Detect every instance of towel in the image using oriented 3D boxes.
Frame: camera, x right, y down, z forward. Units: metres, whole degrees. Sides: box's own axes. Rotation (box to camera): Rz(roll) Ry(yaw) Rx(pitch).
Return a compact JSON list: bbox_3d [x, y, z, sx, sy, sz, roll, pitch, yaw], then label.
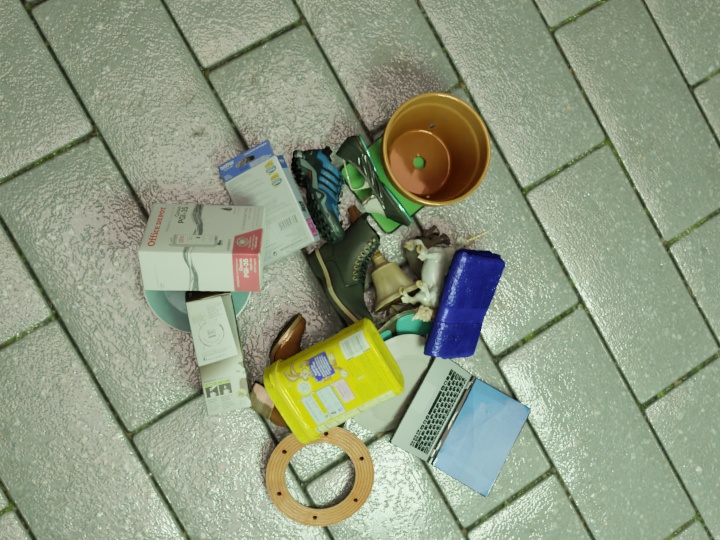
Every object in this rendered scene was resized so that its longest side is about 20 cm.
[{"bbox_3d":[0.191,0.063,1.311,0.147,0.049,0.202,0,109,-52],"label":"towel"}]

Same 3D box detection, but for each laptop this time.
[{"bbox_3d":[0.187,0.285,1.349,0.200,0.115,0.189,37,79,-42],"label":"laptop"}]

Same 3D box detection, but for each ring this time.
[{"bbox_3d":[-0.073,0.372,1.328,0.198,0.019,0.203,-1,102,-4],"label":"ring"}]

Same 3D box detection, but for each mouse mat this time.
[{"bbox_3d":[0.077,-0.189,1.412,0.199,0.008,0.161,-39,94,-9],"label":"mouse mat"}]

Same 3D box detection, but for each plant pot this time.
[{"bbox_3d":[0.126,-0.211,1.348,0.197,0.140,0.203,0,87,-9],"label":"plant pot"}]

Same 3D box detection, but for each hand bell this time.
[{"bbox_3d":[0.028,-0.034,1.367,0.103,0.104,0.202,-24,80,-10],"label":"hand bell"}]

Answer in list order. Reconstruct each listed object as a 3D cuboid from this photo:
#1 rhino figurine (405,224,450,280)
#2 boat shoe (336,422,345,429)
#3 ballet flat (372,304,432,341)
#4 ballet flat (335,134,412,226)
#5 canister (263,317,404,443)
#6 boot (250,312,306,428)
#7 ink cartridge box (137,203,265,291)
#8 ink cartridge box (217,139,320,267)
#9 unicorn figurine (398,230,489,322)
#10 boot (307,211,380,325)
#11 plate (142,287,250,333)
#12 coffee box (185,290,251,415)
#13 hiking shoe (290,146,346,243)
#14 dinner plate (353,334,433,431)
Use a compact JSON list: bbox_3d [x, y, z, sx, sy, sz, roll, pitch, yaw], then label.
[{"bbox_3d":[0.151,0.019,1.387,0.087,0.060,0.202,-24,90,-16],"label":"rhino figurine"},{"bbox_3d":[0.011,0.217,1.346,0.063,0.074,0.202,36,77,2],"label":"boat shoe"},{"bbox_3d":[0.050,0.102,1.330,0.198,0.075,0.068,-23,131,-23],"label":"ballet flat"},{"bbox_3d":[0.020,-0.157,1.364,0.068,0.068,0.201,-31,100,6],"label":"ballet flat"},{"bbox_3d":[-0.042,0.186,1.232,0.199,0.087,0.149,-28,105,12],"label":"canister"},{"bbox_3d":[-0.102,0.194,1.324,0.154,0.077,0.202,26,85,-7],"label":"boot"},{"bbox_3d":[-0.263,-0.040,1.234,0.197,0.147,0.083,1,129,-4],"label":"ink cartridge box"},{"bbox_3d":[-0.167,-0.122,1.324,0.118,0.042,0.202,-24,94,20],"label":"ink cartridge box"},{"bbox_3d":[0.134,-0.004,1.310,0.137,0.073,0.202,20,90,-47],"label":"unicorn figurine"},{"bbox_3d":[0.000,0.000,1.295,0.138,0.077,0.201,-40,60,10],"label":"boot"},{"bbox_3d":[-0.296,0.014,1.326,0.197,0.026,0.203,1,87,-11],"label":"plate"},{"bbox_3d":[-0.247,0.132,1.264,0.079,0.113,0.203,-11,102,-11],"label":"coffee box"},{"bbox_3d":[-0.059,-0.145,1.329,0.086,0.075,0.202,-16,69,-17],"label":"hiking shoe"},{"bbox_3d":[0.068,0.211,1.330,0.198,0.024,0.203,-13,117,-27],"label":"dinner plate"}]
